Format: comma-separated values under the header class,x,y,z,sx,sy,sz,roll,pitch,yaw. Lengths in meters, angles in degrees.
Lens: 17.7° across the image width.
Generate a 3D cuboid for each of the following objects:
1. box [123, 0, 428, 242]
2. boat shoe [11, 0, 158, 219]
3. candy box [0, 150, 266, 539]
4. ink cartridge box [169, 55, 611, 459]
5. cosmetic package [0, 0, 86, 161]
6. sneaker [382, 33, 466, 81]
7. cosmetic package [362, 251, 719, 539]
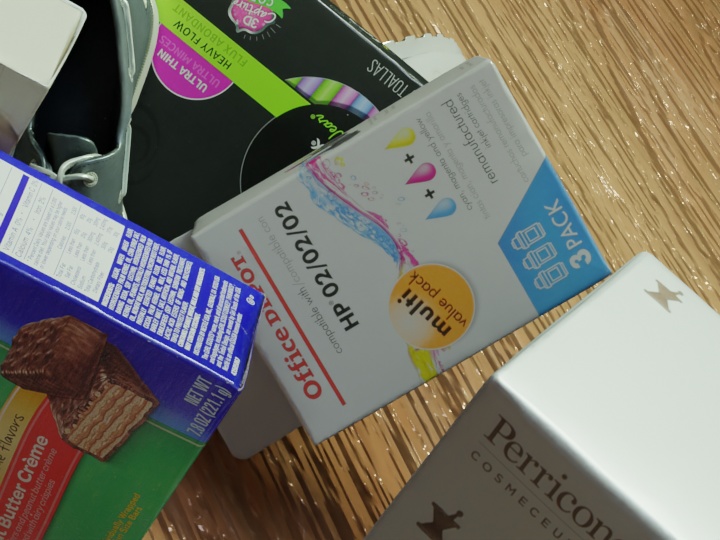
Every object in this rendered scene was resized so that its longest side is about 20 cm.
class,x,y,z,sx,sy,sz,roll,pitch,yaw
box,-0.044,-0.064,1.177,0.200,0.149,0.124,39,4,5
boat shoe,-0.142,-0.052,1.085,0.073,0.200,0.062,10,-9,9
candy box,-0.167,0.041,0.938,0.200,0.169,0.077,28,29,-11
ink cartridge box,0.000,0.000,1.073,0.115,0.200,0.068,59,3,-7
cosmetic package,-0.209,-0.045,0.979,0.103,0.200,0.073,29,32,-10
sneaker,0.007,-0.083,1.365,0.200,0.076,0.081,-26,77,-49
cosmetic package,0.105,0.134,1.037,0.167,0.200,0.166,42,35,11
